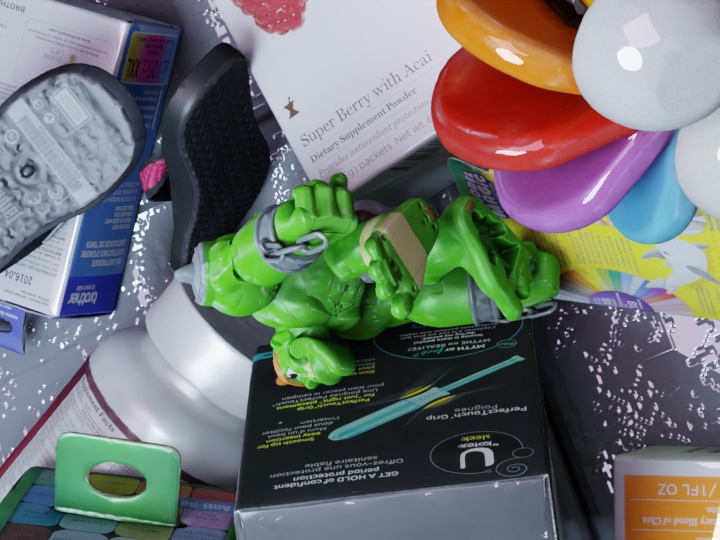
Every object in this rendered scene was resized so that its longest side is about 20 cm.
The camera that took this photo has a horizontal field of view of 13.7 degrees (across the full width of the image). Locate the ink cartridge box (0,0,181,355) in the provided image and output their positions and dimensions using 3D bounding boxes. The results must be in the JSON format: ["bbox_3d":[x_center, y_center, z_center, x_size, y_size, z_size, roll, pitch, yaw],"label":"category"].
[{"bbox_3d":[-0.193,-0.056,1.653,0.136,0.076,0.201,18,96,22],"label":"ink cartridge box"}]

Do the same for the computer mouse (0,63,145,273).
[{"bbox_3d":[-0.213,-0.061,1.584,0.200,0.046,0.140,-42,95,18],"label":"computer mouse"}]

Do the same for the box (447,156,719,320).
[{"bbox_3d":[0.148,-0.025,1.485,0.199,0.118,0.049,6,59,22],"label":"box"}]

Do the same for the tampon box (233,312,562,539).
[{"bbox_3d":[0.023,0.122,1.461,0.149,0.200,0.127,-7,111,4],"label":"tampon box"}]

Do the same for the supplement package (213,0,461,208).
[{"bbox_3d":[0.003,-0.146,1.542,0.121,0.120,0.201,-33,78,21],"label":"supplement package"}]

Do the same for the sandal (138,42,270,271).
[{"bbox_3d":[-0.086,-0.064,1.559,0.045,0.200,0.075,32,67,15],"label":"sandal"}]

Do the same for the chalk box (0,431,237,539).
[{"bbox_3d":[-0.127,0.175,1.509,0.124,0.124,0.201,8,106,5],"label":"chalk box"}]

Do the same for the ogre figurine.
[{"bbox_3d":[0.000,0.000,1.453,0.119,0.200,0.099,-16,91,36],"label":"ogre figurine"}]

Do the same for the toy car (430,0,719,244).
[{"bbox_3d":[0.111,-0.086,1.356,0.150,0.200,0.175,-44,41,9],"label":"toy car"}]

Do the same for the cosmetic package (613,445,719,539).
[{"bbox_3d":[0.184,0.191,1.497,0.101,0.071,0.201,-1,91,23],"label":"cosmetic package"}]

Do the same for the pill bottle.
[{"bbox_3d":[-0.121,0.102,1.607,0.110,0.109,0.200,45,107,16],"label":"pill bottle"}]
